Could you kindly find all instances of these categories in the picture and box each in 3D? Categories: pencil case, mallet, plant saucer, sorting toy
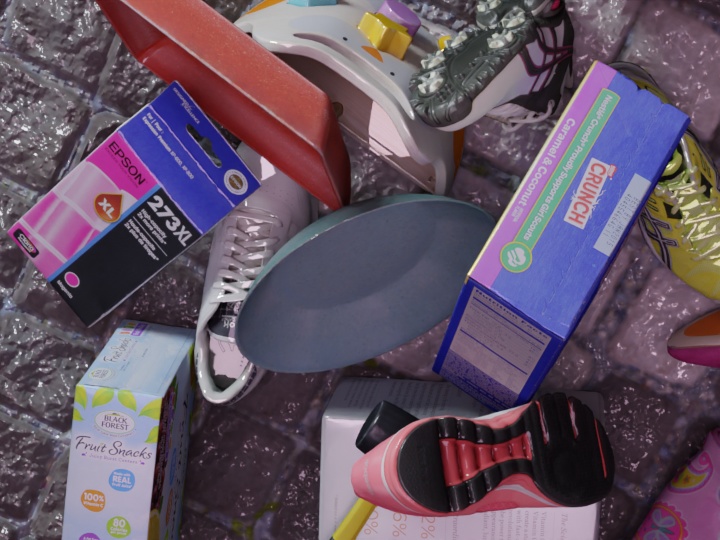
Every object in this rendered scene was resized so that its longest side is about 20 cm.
[{"bbox_3d":[0.237,0.214,1.245,0.087,0.087,0.201,29,105,-1],"label":"pencil case"},{"bbox_3d":[0.000,0.186,1.182,0.065,0.041,0.201,25,109,-1],"label":"mallet"},{"bbox_3d":[-0.083,-0.125,1.119,0.199,0.200,0.037,37,84,10],"label":"plant saucer"},{"bbox_3d":[-0.001,-0.128,1.142,0.199,0.180,0.107,36,105,-3],"label":"sorting toy"},{"bbox_3d":[0.000,0.000,1.191,0.200,0.201,0.039,-32,61,12],"label":"plant saucer"}]

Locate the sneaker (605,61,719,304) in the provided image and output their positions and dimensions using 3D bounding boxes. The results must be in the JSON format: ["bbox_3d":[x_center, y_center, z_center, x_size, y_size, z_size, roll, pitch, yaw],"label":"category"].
[{"bbox_3d":[0.218,-0.051,1.187,0.075,0.076,0.200,-37,97,11],"label":"sneaker"}]

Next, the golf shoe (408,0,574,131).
[{"bbox_3d":[0.100,-0.128,1.124,0.077,0.200,0.089,-11,113,33],"label":"golf shoe"}]

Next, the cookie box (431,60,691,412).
[{"bbox_3d":[0.126,-0.012,1.110,0.075,0.200,0.172,31,71,7],"label":"cookie box"}]

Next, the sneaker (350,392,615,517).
[{"bbox_3d":[0.079,0.122,1.113,0.087,0.199,0.075,-19,73,52],"label":"sneaker"}]

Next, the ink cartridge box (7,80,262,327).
[{"bbox_3d":[-0.164,-0.043,1.215,0.200,0.037,0.095,-36,97,37],"label":"ink cartridge box"}]

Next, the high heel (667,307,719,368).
[{"bbox_3d":[0.322,0.068,1.217,0.198,0.067,0.097,-11,114,7],"label":"high heel"}]

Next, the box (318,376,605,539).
[{"bbox_3d":[0.074,0.168,1.238,0.198,0.106,0.154,4,102,6],"label":"box"}]

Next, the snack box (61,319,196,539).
[{"bbox_3d":[-0.166,0.155,1.232,0.067,0.169,0.202,9,103,1],"label":"snack box"}]

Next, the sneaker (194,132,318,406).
[{"bbox_3d":[-0.078,-0.001,1.232,0.076,0.081,0.202,10,101,7],"label":"sneaker"}]
